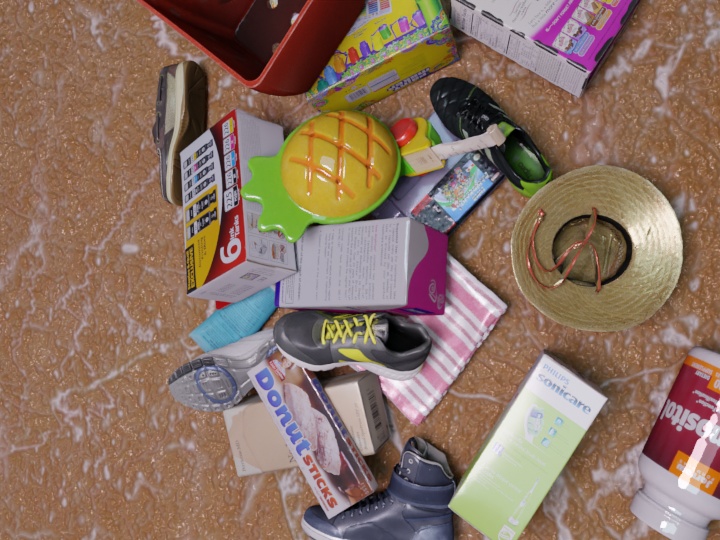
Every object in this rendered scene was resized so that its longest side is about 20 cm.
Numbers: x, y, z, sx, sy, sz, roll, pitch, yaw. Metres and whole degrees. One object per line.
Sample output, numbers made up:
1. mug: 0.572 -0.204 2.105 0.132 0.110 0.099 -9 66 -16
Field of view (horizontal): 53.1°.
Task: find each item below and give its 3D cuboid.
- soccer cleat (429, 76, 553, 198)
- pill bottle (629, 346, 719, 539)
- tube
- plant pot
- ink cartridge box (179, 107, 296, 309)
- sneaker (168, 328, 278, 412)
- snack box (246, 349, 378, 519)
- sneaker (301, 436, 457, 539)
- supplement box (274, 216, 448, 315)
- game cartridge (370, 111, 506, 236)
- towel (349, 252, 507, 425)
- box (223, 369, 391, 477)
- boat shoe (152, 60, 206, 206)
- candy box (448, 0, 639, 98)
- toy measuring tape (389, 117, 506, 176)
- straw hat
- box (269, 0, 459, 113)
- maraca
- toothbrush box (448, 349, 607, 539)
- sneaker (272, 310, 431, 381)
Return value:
1. soccer cleat: 0.161 -0.171 0.877 0.067 0.081 0.200 -43 78 0
2. pill bottle: 0.385 0.200 0.811 0.111 0.113 0.204 25 93 14
3. tube: -0.151 0.049 0.993 0.078 0.050 0.200 45 102 10
4. plant pot: -0.100 -0.314 0.809 0.199 0.176 0.202 38 97 15
5. ink cartridge box: -0.174 -0.070 0.932 0.174 0.083 0.205 -25 64 40
6. sneaker: -0.156 0.126 0.954 0.195 0.087 0.076 -16 104 -5
7. snack box: -0.059 0.191 0.872 0.071 0.024 0.203 -34 82 18
8. sneaker: 0.025 0.278 0.908 0.197 0.077 0.151 6 98 10
9. supplement box: 0.000 0.000 0.891 0.196 0.100 0.106 -5 78 35
10. game cartridge: 0.103 -0.123 0.945 0.200 0.038 0.130 -46 73 8
11. towel: 0.077 0.078 0.925 0.145 0.030 0.202 38 106 13
12. box: -0.069 0.197 0.931 0.196 0.078 0.097 -16 89 19
13. boat shoe: -0.262 -0.193 1.027 0.063 0.073 0.206 3 84 25
14. candy box: 0.225 -0.325 0.893 0.198 0.061 0.137 34 77 13
15. toy measuring tape: 0.094 -0.161 0.878 0.197 0.073 0.076 -10 83 44
16. straw hat: 0.272 -0.023 0.866 0.195 0.085 0.207 0 86 3
17. box: 0.000 -0.334 0.936 0.196 0.122 0.197 -22 82 12
18. maraca: -0.044 -0.115 0.854 0.197 0.107 0.139 -28 74 -11
19. toothbrush box: 0.195 0.202 0.843 0.085 0.145 0.203 34 96 14
20. sneaker: -0.005 0.075 0.859 0.195 0.085 0.076 9 58 -16
